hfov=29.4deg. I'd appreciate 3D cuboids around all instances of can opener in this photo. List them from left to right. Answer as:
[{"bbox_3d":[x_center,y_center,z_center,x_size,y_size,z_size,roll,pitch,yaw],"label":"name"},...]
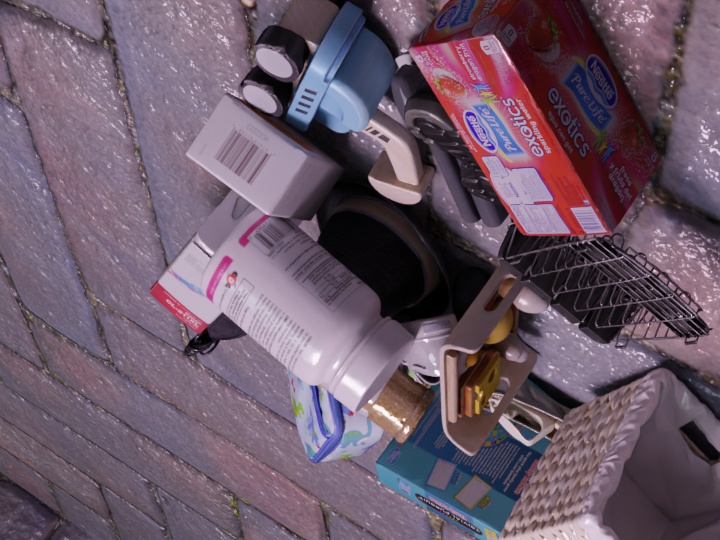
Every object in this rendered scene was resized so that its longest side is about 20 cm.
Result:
[{"bbox_3d":[0.075,-0.109,1.235,0.053,0.067,0.201,14,143,42],"label":"can opener"}]

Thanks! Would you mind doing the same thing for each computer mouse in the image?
[{"bbox_3d":[-0.131,0.043,1.654,0.053,0.139,0.200,42,150,-6],"label":"computer mouse"},{"bbox_3d":[0.110,0.073,1.458,0.058,0.034,0.202,37,143,28],"label":"computer mouse"}]

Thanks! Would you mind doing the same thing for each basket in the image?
[{"bbox_3d":[0.273,0.241,1.342,0.198,0.201,0.160,45,146,-13],"label":"basket"}]

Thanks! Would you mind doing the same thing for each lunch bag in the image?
[{"bbox_3d":[-0.034,0.111,1.585,0.161,0.081,0.203,131,131,-65],"label":"lunch bag"}]

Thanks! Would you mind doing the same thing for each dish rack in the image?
[{"bbox_3d":[0.215,0.007,1.192,0.153,0.055,0.200,37,164,-15],"label":"dish rack"}]

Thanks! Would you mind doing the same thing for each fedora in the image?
[{"bbox_3d":[0.000,0.000,1.443,0.200,0.091,0.202,36,151,24],"label":"fedora"}]

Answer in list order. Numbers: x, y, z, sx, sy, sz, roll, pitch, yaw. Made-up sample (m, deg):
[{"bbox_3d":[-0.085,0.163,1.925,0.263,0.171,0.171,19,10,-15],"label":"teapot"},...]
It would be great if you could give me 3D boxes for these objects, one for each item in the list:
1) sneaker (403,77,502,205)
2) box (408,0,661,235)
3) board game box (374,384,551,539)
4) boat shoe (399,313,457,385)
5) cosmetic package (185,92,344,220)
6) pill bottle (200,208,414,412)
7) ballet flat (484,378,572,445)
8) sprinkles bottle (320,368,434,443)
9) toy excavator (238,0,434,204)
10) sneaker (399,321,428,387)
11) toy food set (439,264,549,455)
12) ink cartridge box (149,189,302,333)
[{"bbox_3d":[0.113,-0.117,1.178,0.075,0.080,0.200,10,161,36],"label":"sneaker"},{"bbox_3d":[0.141,-0.131,1.086,0.099,0.096,0.201,0,133,50],"label":"box"},{"bbox_3d":[0.140,0.216,1.545,0.198,0.151,0.047,26,151,25],"label":"board game box"},{"bbox_3d":[0.071,0.086,1.438,0.200,0.071,0.070,154,107,-77],"label":"boat shoe"},{"bbox_3d":[-0.088,-0.107,1.340,0.101,0.072,0.200,36,-175,6],"label":"cosmetic package"},{"bbox_3d":[-0.051,0.040,1.352,0.199,0.113,0.114,40,153,10],"label":"pill bottle"},{"bbox_3d":[0.213,0.175,1.487,0.199,0.064,0.068,30,152,19],"label":"ballet flat"},{"bbox_3d":[-0.017,0.102,1.472,0.199,0.069,0.068,35,153,2],"label":"sprinkles bottle"},{"bbox_3d":[-0.005,-0.152,1.259,0.199,0.101,0.195,32,154,-2],"label":"toy excavator"},{"bbox_3d":[0.040,0.118,1.629,0.084,0.077,0.200,47,147,10],"label":"sneaker"},{"bbox_3d":[0.140,0.079,1.350,0.060,0.144,0.201,25,149,22],"label":"toy food set"},{"bbox_3d":[-0.145,-0.028,1.549,0.083,0.146,0.200,41,153,-6],"label":"ink cartridge box"}]
